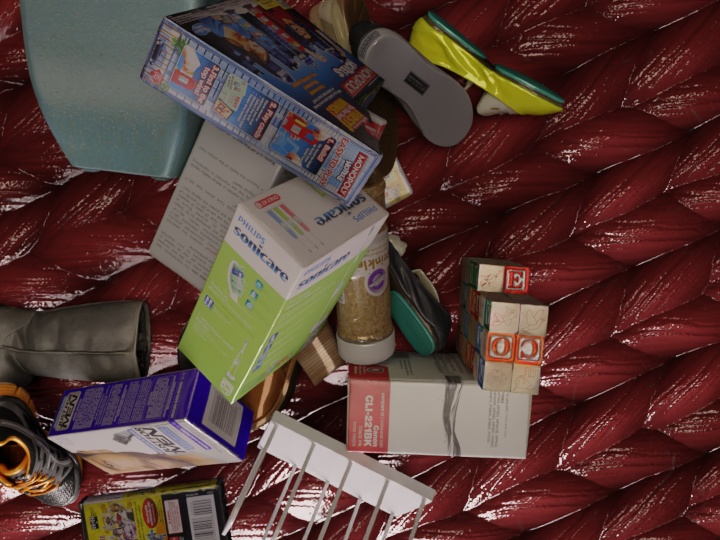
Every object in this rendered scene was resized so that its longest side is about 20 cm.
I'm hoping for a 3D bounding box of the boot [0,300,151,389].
[{"bbox_3d":[-0.355,0.122,0.846,0.195,0.073,0.186,4,96,-8],"label":"boot"}]

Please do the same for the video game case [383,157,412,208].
[{"bbox_3d":[-0.059,-0.141,0.844,0.179,0.023,0.203,-27,93,2],"label":"video game case"}]

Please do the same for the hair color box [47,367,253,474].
[{"bbox_3d":[-0.233,0.172,0.786,0.196,0.066,0.110,-11,140,25],"label":"hair color box"}]

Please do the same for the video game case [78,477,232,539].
[{"bbox_3d":[-0.247,0.371,0.881,0.177,0.026,0.205,-7,95,0],"label":"video game case"}]

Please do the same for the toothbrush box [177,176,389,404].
[{"bbox_3d":[-0.077,0.012,0.690,0.086,0.145,0.201,42,129,11],"label":"toothbrush box"}]

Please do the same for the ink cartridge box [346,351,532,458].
[{"bbox_3d":[0.083,0.148,0.806,0.195,0.144,0.086,1,96,0],"label":"ink cartridge box"}]

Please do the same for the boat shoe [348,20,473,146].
[{"bbox_3d":[0.060,-0.209,0.783,0.069,0.199,0.057,-46,49,12],"label":"boat shoe"}]

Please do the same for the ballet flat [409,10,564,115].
[{"bbox_3d":[0.140,-0.223,0.825,0.198,0.067,0.068,33,115,0],"label":"ballet flat"}]

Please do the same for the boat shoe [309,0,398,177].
[{"bbox_3d":[-0.008,-0.204,0.802,0.063,0.071,0.204,-5,104,35],"label":"boat shoe"}]

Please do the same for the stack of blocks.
[{"bbox_3d":[0.149,0.051,0.771,0.057,0.200,0.118,4,96,0],"label":"stack of blocks"}]

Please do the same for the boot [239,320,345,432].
[{"bbox_3d":[-0.129,0.097,0.845,0.199,0.074,0.156,-37,86,3],"label":"boot"}]

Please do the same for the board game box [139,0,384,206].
[{"bbox_3d":[-0.058,-0.158,0.637,0.199,0.200,0.062,38,123,-1],"label":"board game box"}]

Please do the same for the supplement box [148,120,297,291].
[{"bbox_3d":[-0.126,-0.083,0.750,0.102,0.101,0.202,31,106,12],"label":"supplement box"}]

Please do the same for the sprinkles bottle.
[{"bbox_3d":[0.000,0.000,0.769,0.067,0.068,0.204,-5,113,0],"label":"sprinkles bottle"}]

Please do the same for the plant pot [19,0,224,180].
[{"bbox_3d":[-0.227,-0.204,0.748,0.191,0.196,0.205,8,101,8],"label":"plant pot"}]

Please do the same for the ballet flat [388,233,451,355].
[{"bbox_3d":[0.041,0.007,0.838,0.073,0.073,0.201,-38,91,3],"label":"ballet flat"}]

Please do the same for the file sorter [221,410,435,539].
[{"bbox_3d":[-0.042,0.274,0.797,0.197,0.139,0.126,26,62,-3],"label":"file sorter"}]

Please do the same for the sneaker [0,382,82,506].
[{"bbox_3d":[-0.385,0.220,0.809,0.077,0.078,0.202,-20,131,-3],"label":"sneaker"}]

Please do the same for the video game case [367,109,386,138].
[{"bbox_3d":[-0.071,-0.109,0.797,0.141,0.017,0.203,31,112,13],"label":"video game case"}]

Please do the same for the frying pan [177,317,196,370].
[{"bbox_3d":[-0.204,0.122,0.848,0.190,0.031,0.116,-44,61,27],"label":"frying pan"}]
